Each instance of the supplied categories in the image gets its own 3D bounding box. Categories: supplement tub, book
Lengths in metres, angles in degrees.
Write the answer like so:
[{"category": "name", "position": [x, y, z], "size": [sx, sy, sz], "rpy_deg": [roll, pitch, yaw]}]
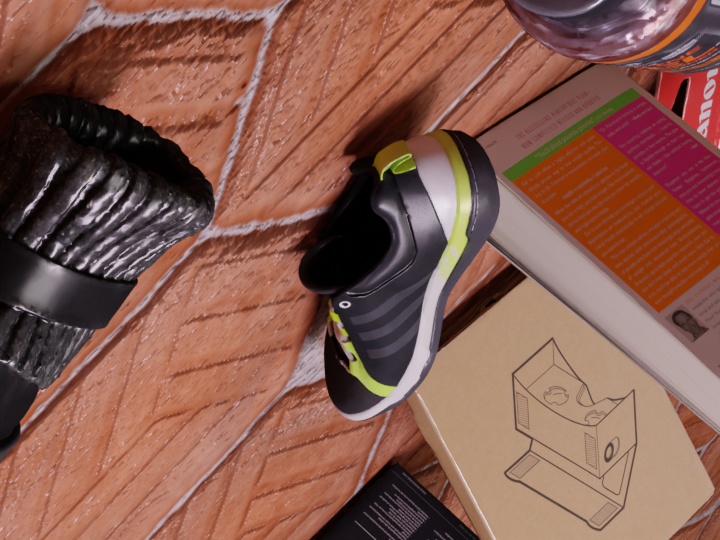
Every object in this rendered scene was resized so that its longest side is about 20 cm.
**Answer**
[{"category": "supplement tub", "position": [0.126, -0.147, 1.357], "size": [0.107, 0.107, 0.200], "rpy_deg": [-54, 161, 16]}, {"category": "book", "position": [0.162, -0.018, 1.549], "size": [0.133, 0.200, 0.048], "rpy_deg": [-35, 157, -36]}]

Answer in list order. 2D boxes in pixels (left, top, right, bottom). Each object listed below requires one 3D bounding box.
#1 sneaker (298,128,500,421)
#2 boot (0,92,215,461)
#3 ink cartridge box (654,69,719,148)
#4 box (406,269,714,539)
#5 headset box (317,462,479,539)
[{"category": "sneaker", "position": [0.000, 0.000, 1.461], "size": [0.083, 0.072, 0.200], "rpy_deg": [-8, 141, -28]}, {"category": "boot", "position": [-0.148, 0.014, 1.077], "size": [0.158, 0.079, 0.211], "rpy_deg": [-48, 174, 19]}, {"category": "ink cartridge box", "position": [0.227, -0.093, 1.696], "size": [0.176, 0.045, 0.201], "rpy_deg": [-27, 131, -51]}, {"category": "box", "position": [0.120, 0.099, 1.755], "size": [0.163, 0.200, 0.021], "rpy_deg": [-39, -158, -30]}, {"category": "headset box", "position": [0.016, 0.255, 1.803], "size": [0.200, 0.174, 0.093], "rpy_deg": [-44, 162, -16]}]
